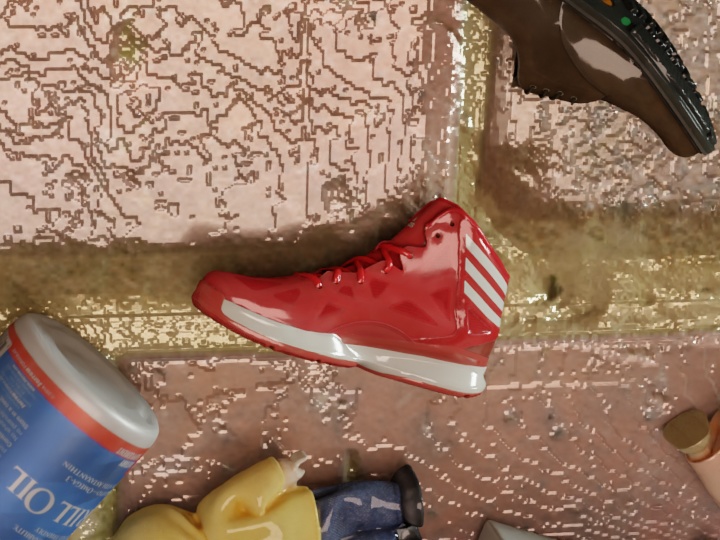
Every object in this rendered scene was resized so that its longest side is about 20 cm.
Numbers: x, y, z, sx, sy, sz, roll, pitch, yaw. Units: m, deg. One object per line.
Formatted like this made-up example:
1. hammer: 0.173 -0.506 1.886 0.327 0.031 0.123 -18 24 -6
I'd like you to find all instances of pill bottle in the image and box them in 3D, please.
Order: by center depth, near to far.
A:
1. pill bottle: -0.224 0.133 1.411 0.112 0.112 0.200 40 97 -19

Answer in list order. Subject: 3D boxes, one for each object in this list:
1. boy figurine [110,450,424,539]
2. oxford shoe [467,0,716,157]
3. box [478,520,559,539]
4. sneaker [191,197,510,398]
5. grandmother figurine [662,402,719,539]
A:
1. boy figurine: -0.059 0.176 1.481 0.199 0.064 0.125 -8 108 -8
2. oxford shoe: 0.136 -0.131 1.429 0.200 0.073 0.084 42 112 -17
3. box: 0.165 0.272 1.480 0.198 0.200 0.131 16 103 -15
4. sneaker: 0.000 0.000 1.443 0.199 0.078 0.116 15 95 -27
5. grandmother figurine: 0.283 0.168 1.550 0.121 0.061 0.200 -21 115 26
